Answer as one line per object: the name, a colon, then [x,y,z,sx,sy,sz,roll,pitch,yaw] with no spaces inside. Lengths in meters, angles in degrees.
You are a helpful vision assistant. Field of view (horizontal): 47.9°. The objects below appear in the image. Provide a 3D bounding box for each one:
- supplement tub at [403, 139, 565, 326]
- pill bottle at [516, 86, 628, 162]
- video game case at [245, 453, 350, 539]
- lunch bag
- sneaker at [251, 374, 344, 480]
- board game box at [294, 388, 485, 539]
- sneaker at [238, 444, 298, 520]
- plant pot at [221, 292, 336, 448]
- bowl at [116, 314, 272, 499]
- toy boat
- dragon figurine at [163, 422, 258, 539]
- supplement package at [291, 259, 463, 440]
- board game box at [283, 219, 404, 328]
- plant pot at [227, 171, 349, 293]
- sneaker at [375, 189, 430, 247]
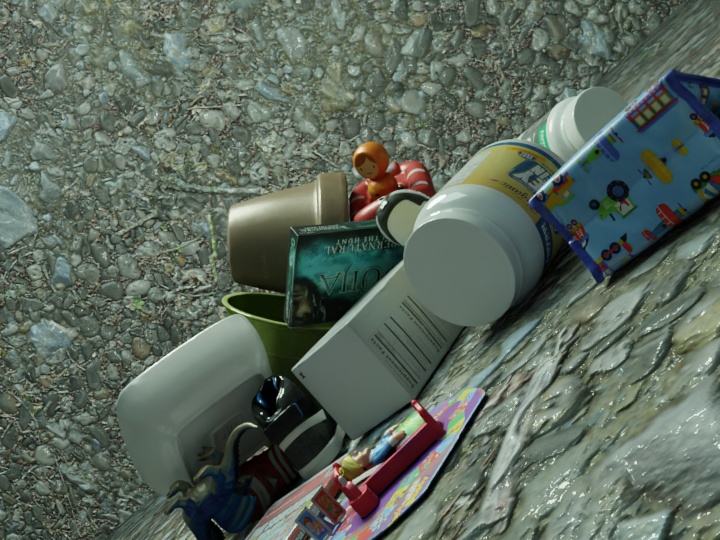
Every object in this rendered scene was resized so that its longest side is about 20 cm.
supplement tub: [0.143,-0.043,0.878,0.145,0.145,0.200,-41,3,42]
pill bottle: [0.307,-0.186,1.193,0.113,0.113,0.200,-43,1,-18]
video game case: [-0.091,0.266,0.770,0.143,0.017,0.200,-42,2,36]
lunch bag: [0.256,-0.094,0.694,0.151,0.094,0.200,-45,-9,35]
sneaker: [-0.071,0.166,0.965,0.073,0.112,0.200,-42,1,1]
board game box: [0.017,0.152,0.659,0.158,0.039,0.200,-42,2,42]
sneaker: [-0.133,0.271,1.057,0.115,0.079,0.199,-34,8,-34]
plant pot: [-0.112,0.147,1.163,0.200,0.198,0.192,-51,-30,-80]
bowl: [-0.178,0.178,0.976,0.199,0.074,0.201,-34,-40,-29]
toy boat: [0.032,-0.121,1.152,0.130,0.131,0.200,-24,24,10]
dragon figurine: [-0.151,0.252,0.909,0.200,0.099,0.059,-51,19,8]
supplement package: [0.030,0.083,0.953,0.114,0.110,0.200,-41,2,37]
board game box: [0.000,0.000,1.060,0.198,0.028,0.136,-7,-59,-24]
plant pot: [-0.102,-0.039,1.186,0.173,0.202,0.200,-3,0,-3]
sneaker: [0.106,-0.037,1.028,0.074,0.199,0.080,-58,31,7]
